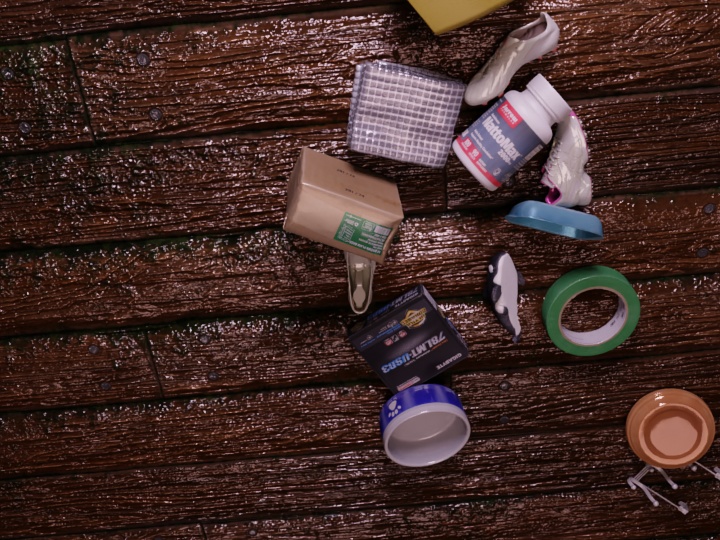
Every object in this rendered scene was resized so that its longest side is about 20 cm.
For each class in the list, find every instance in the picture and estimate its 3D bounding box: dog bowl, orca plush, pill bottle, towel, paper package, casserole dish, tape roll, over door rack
[{"bbox_3d":[0.143,0.352,1.631,0.198,0.079,0.201,-7,130,-8],"label":"dog bowl"},{"bbox_3d":[0.295,0.052,1.521,0.105,0.071,0.201,-46,125,-28],"label":"orca plush"},{"bbox_3d":[0.276,-0.253,1.308,0.119,0.120,0.200,40,110,-21],"label":"pill bottle"},{"bbox_3d":[0.077,-0.282,1.307,0.198,0.086,0.167,9,117,-6],"label":"towel"},{"bbox_3d":[-0.035,-0.122,1.331,0.198,0.191,0.104,19,117,-13],"label":"paper package"},{"bbox_3d":[0.380,-0.099,1.405,0.198,0.121,0.039,14,88,-7],"label":"casserole dish"},{"bbox_3d":[0.491,0.088,1.539,0.198,0.048,0.202,-1,118,-1],"label":"tape roll"},{"bbox_3d":[0.782,0.521,1.772,0.199,0.067,0.148,27,115,-15],"label":"over door rack"}]

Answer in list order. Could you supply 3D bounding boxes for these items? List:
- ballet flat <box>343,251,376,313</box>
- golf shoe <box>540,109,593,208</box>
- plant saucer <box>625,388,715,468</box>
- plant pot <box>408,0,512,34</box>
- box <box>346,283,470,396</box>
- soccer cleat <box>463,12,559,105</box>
[{"bbox_3d":[0.000,0.000,1.470,0.069,0.070,0.202,-2,118,-1],"label":"ballet flat"},{"bbox_3d":[0.383,-0.205,1.359,0.091,0.075,0.201,-16,117,0],"label":"golf shoe"},{"bbox_3d":[0.723,0.374,1.677,0.198,0.037,0.202,2,105,9],"label":"plant saucer"},{"bbox_3d":[0.148,-0.499,1.140,0.176,0.201,0.200,-34,115,28],"label":"plant pot"},{"bbox_3d":[0.105,0.155,1.568,0.199,0.050,0.199,-31,114,15],"label":"box"},{"bbox_3d":[0.257,-0.373,1.267,0.199,0.070,0.078,-37,142,11],"label":"soccer cleat"}]
